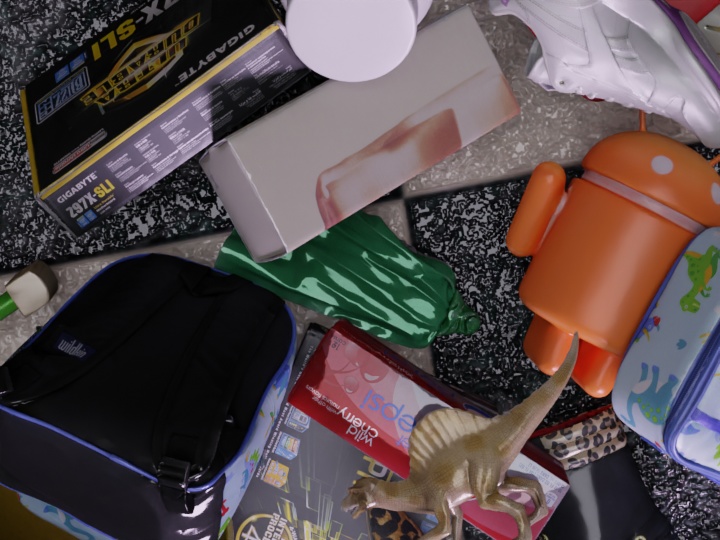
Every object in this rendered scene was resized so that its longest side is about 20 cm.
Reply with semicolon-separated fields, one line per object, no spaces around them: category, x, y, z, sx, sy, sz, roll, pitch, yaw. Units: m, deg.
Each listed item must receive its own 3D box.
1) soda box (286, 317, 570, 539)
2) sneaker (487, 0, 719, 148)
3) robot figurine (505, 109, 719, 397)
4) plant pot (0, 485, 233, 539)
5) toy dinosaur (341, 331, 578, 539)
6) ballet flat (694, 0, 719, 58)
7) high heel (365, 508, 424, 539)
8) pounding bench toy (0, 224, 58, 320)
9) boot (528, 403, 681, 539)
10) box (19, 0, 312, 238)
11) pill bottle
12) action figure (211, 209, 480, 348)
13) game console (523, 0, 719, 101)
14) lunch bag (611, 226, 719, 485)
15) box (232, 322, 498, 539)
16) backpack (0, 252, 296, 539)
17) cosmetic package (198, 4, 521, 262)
soda box;0.048;0.116;0.873;0.199;0.070;0.064;33;97;3
sneaker;0.171;-0.145;0.825;0.200;0.075;0.099;41;117;-15
robot figurine;0.187;-0.014;0.885;0.143;0.116;0.202;30;97;30
plant pot;-0.204;0.231;0.903;0.198;0.201;0.143;19;124;0
toy dinosaur;0.081;0.130;0.807;0.199;0.058;0.102;-33;90;6
ballet flat;0.275;-0.187;0.881;0.197;0.072;0.073;-9;96;2
high heel;0.096;0.224;0.870;0.141;0.071;0.202;-27;97;21
pounding bench toy;-0.340;0.025;0.901;0.199;0.124;0.157;31;96;-2
boot;0.138;0.205;0.937;0.202;0.073;0.155;-24;88;8
box;-0.142;-0.133;0.863;0.199;0.160;0.049;-34;126;6
pill bottle;-0.001;-0.219;0.819;0.107;0.202;0.110;2;136;2
action figure;0.000;0.000;0.923;0.198;0.055;0.119;27;94;3
game console;0.177;-0.254;0.878;0.199;0.173;0.119;-40;132;5
lunch bag;0.274;0.074;0.864;0.199;0.082;0.162;27;96;-41
box;-0.006;0.164;0.943;0.160;0.049;0.202;24;94;-2
backpack;-0.146;0.093;0.860;0.181;0.201;0.148;21;132;8
cosmetic package;-0.001;-0.093;0.857;0.199;0.103;0.088;-31;97;-16
